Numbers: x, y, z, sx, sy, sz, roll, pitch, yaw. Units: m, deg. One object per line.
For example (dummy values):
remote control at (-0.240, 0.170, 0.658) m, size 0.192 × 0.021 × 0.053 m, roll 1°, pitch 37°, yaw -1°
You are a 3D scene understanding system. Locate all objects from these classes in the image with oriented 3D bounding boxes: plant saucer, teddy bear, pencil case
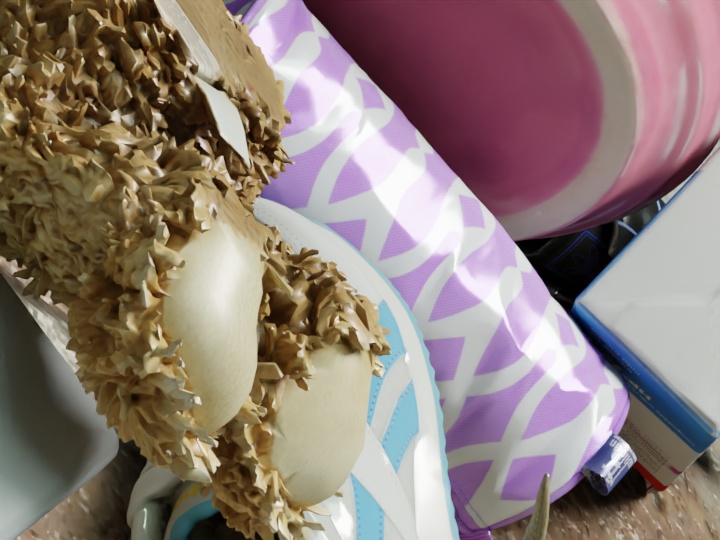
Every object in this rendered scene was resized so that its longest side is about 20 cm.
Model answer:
plant saucer at (0.026, -0.081, 0.933) m, size 0.201 × 0.200 × 0.051 m, roll 46°, pitch 45°, yaw -20°
teddy bear at (-0.058, -0.036, 0.552) m, size 0.201 × 0.067 × 0.145 m, roll 62°, pitch 13°, yaw 11°
pencil case at (0.000, 0.000, 0.913) m, size 0.086 × 0.084 × 0.200 m, roll -45°, pitch 103°, yaw -21°

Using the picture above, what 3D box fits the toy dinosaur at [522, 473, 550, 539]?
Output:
toy dinosaur at (0.046, 0.130, 0.819) m, size 0.200 × 0.058 × 0.102 m, roll 80°, pitch -14°, yaw -71°

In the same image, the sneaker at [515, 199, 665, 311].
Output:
sneaker at (0.107, 0.003, 1.128) m, size 0.200 × 0.070 × 0.078 m, roll 46°, pitch 29°, yaw -6°

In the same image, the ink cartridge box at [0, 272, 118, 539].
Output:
ink cartridge box at (-0.148, 0.063, 0.459) m, size 0.083 × 0.145 × 0.200 m, roll 53°, pitch 23°, yaw -1°

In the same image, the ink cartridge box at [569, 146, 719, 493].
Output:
ink cartridge box at (0.129, 0.010, 1.018) m, size 0.067 × 0.116 × 0.200 m, roll 43°, pitch -8°, yaw 7°

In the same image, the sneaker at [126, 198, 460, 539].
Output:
sneaker at (-0.024, 0.053, 0.797) m, size 0.081 × 0.076 × 0.201 m, roll 27°, pitch 34°, yaw -44°
